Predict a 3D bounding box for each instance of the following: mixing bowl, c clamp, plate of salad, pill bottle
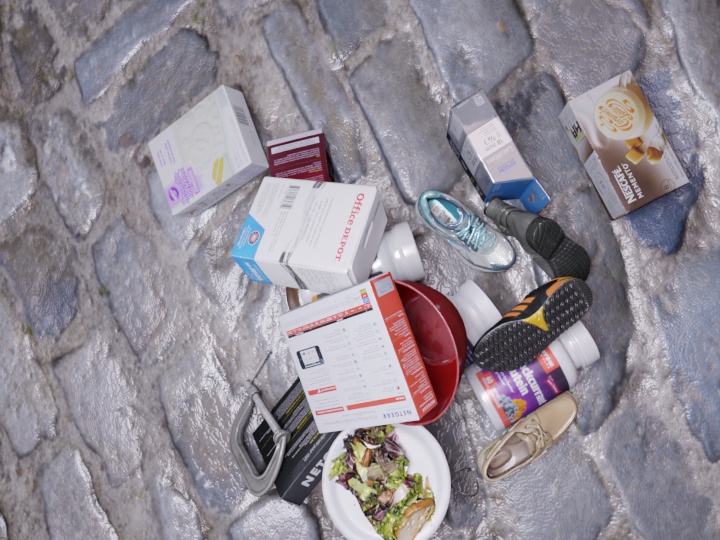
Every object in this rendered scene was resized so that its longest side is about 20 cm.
[{"bbox_3d":[0.076,0.098,0.774,0.196,0.107,0.207,14,112,36],"label":"mixing bowl"},{"bbox_3d":[-0.168,0.258,0.913,0.173,0.027,0.200,-57,40,10],"label":"c clamp"},{"bbox_3d":[0.037,0.318,0.813,0.193,0.048,0.207,0,86,5],"label":"plate of salad"},{"bbox_3d":[0.000,0.000,0.890,0.195,0.116,0.120,-20,83,5],"label":"pill bottle"},{"bbox_3d":[0.272,0.157,0.874,0.197,0.111,0.113,-33,82,4],"label":"pill bottle"},{"bbox_3d":[0.131,0.114,0.894,0.198,0.116,0.117,-39,82,3],"label":"pill bottle"}]

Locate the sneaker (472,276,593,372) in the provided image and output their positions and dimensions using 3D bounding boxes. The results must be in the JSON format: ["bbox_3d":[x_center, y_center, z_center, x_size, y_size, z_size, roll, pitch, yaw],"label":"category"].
[{"bbox_3d":[0.256,0.081,0.837,0.198,0.090,0.071,-37,93,8],"label":"sneaker"}]

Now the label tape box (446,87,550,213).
[{"bbox_3d":[0.215,-0.169,0.891,0.062,0.144,0.204,-29,82,3],"label":"label tape box"}]

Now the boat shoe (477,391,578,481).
[{"bbox_3d":[0.276,0.273,0.889,0.199,0.065,0.072,-43,82,3],"label":"boat shoe"}]

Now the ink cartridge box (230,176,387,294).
[{"bbox_3d":[-0.073,-0.052,0.823,0.194,0.085,0.149,9,63,22],"label":"ink cartridge box"}]

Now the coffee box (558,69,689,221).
[{"bbox_3d":[0.425,-0.201,0.899,0.112,0.080,0.205,-24,83,5],"label":"coffee box"}]

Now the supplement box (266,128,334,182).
[{"bbox_3d":[-0.096,-0.133,0.954,0.105,0.061,0.206,-11,73,7],"label":"supplement box"}]

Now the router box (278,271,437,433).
[{"bbox_3d":[-0.012,0.119,0.752,0.197,0.048,0.184,-20,90,42],"label":"router box"}]

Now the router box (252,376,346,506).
[{"bbox_3d":[-0.080,0.250,0.900,0.201,0.051,0.149,-50,40,3],"label":"router box"}]

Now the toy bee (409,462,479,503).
[{"bbox_3d":[0.074,0.320,0.888,0.201,0.130,0.109,49,136,14],"label":"toy bee"}]

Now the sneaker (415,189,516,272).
[{"bbox_3d":[0.173,-0.064,0.917,0.197,0.086,0.079,34,91,9],"label":"sneaker"}]

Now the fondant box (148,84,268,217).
[{"bbox_3d":[-0.271,-0.205,0.971,0.197,0.058,0.148,-26,82,26],"label":"fondant box"}]

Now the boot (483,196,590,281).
[{"bbox_3d":[0.290,-0.047,0.899,0.068,0.199,0.131,-49,37,2],"label":"boot"}]

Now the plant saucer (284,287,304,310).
[{"bbox_3d":[-0.036,0.032,0.965,0.193,0.032,0.207,0,86,7],"label":"plant saucer"}]
